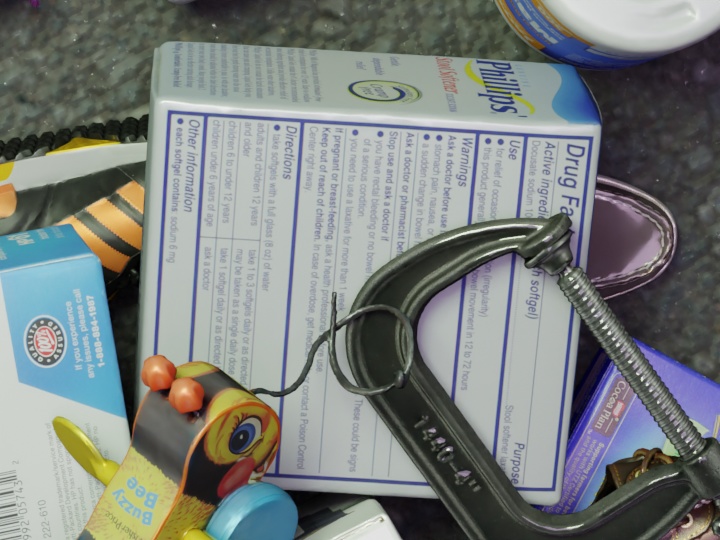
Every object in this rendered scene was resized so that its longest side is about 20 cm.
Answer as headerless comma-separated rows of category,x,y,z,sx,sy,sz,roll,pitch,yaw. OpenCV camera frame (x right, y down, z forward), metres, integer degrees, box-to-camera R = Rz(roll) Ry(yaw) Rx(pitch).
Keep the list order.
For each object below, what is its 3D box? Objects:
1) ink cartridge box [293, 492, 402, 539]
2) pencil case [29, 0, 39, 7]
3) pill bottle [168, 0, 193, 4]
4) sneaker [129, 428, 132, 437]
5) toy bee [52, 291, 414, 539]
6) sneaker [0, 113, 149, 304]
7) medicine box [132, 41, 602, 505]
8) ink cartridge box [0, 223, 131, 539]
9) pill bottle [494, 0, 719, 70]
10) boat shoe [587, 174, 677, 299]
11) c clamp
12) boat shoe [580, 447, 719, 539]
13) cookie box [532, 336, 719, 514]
ink cartridge box,0.004,0.182,1.323,0.084,0.200,0.145,-29,92,-3
pencil case,-0.194,-0.226,1.365,0.092,0.085,0.200,2,91,-2
pill bottle,-0.016,-0.209,1.362,0.200,0.114,0.114,-20,92,-3
sneaker,-0.127,0.103,1.380,0.074,0.084,0.200,-26,110,-3
toy bee,-0.077,0.080,1.197,0.131,0.109,0.200,10,72,30
sneaker,-0.115,-0.023,1.387,0.200,0.070,0.090,-9,103,-2
medicine box,0.000,0.000,1.312,0.200,0.103,0.182,3,110,-5
ink cartridge box,-0.206,0.071,1.262,0.200,0.085,0.145,-11,105,-13
pill bottle,0.116,-0.149,1.327,0.112,0.200,0.112,0,90,-4
boat shoe,0.057,-0.018,1.395,0.200,0.060,0.072,5,90,-3
c clamp,0.099,0.052,1.263,0.171,0.027,0.200,-39,101,17
boat shoe,0.132,0.118,1.319,0.200,0.070,0.070,-36,96,-2
cookie box,0.170,0.152,1.395,0.200,0.075,0.171,29,88,-3
